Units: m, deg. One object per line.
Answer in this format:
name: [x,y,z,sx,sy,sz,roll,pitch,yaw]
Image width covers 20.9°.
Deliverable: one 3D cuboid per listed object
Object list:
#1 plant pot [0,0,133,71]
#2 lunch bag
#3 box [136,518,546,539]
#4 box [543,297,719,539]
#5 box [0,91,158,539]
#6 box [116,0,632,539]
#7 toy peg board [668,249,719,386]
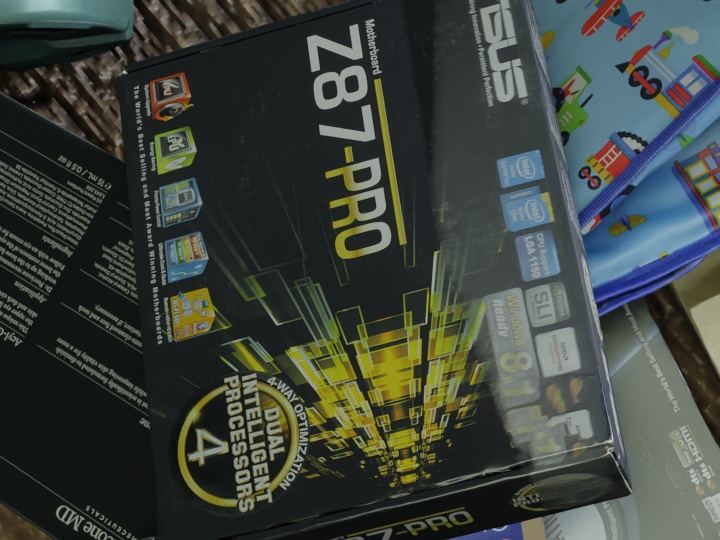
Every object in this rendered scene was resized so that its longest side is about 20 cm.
plant pot: [-0.179,-0.186,0.813,0.198,0.200,0.198,-6,89,6]
lunch bag: [0.092,-0.057,0.773,0.199,0.151,0.094,-35,124,5]
box: [-0.013,0.151,0.723,0.198,0.032,0.123,-5,81,-27]
box: [0.070,0.095,0.811,0.159,0.044,0.202,-26,80,3]
box: [-0.113,0.029,0.800,0.199,0.079,0.142,29,84,26]
box: [0.000,0.000,0.697,0.160,0.049,0.202,-13,62,10]
toy peg board: [0.248,0.025,0.774,0.199,0.098,0.201,-27,80,3]
